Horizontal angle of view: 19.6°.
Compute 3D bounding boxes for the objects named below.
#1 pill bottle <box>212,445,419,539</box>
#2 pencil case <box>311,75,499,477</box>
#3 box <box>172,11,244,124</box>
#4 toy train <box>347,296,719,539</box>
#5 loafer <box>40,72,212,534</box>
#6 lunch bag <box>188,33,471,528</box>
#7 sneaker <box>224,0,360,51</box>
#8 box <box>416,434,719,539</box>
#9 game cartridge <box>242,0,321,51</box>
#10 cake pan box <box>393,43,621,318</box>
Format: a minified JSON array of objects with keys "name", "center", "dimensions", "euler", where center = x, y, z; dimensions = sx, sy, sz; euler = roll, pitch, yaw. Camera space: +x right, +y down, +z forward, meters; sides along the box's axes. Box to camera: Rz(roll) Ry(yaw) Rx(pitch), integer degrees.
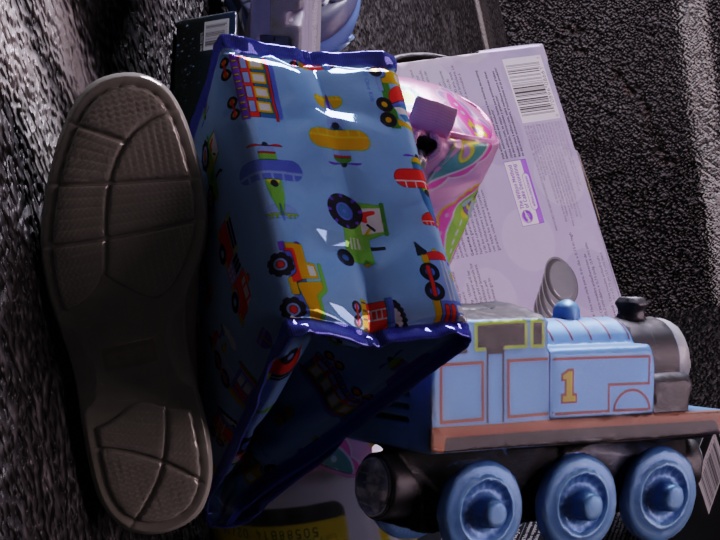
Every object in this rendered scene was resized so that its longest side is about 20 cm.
[{"name":"pill bottle","center":[-0.014,0.190,1.118],"dimensions":[0.111,0.110,0.201],"euler":[-55,136,-76]},{"name":"pencil case","center":[0.000,0.000,1.025],"dimensions":[0.087,0.087,0.201],"euler":[-63,176,-74]},{"name":"box","center":[-0.071,-0.025,1.171],"dimensions":[0.137,0.037,0.201],"euler":[70,15,-51]},{"name":"toy train","center":[0.084,0.071,0.981],"dimensions":[0.086,0.199,0.115],"euler":[7,-83,57]},{"name":"loafer","center":[-0.102,0.012,0.913],"dimensions":[0.063,0.071,0.201],"euler":[-131,-144,-76]},{"name":"lunch bag","center":[-0.049,0.015,0.957],"dimensions":[0.200,0.094,0.151],"euler":[-50,-134,47]},{"name":"sneaker","center":[-0.038,-0.148,1.243],"dimensions":[0.200,0.073,0.083],"euler":[-118,-164,-70]},{"name":"box","center":[0.099,0.166,1.067],"dimensions":[0.200,0.140,0.079],"euler":[-61,140,-42]},{"name":"game cartridge","center":[-0.041,-0.084,1.083],"dimensions":[0.130,0.038,0.201],"euler":[-90,-178,-58]},{"name":"cake pan box","center":[0.052,-0.034,1.230],"dimensions":[0.052,0.183,0.201],"euler":[-27,-102,54]}]
